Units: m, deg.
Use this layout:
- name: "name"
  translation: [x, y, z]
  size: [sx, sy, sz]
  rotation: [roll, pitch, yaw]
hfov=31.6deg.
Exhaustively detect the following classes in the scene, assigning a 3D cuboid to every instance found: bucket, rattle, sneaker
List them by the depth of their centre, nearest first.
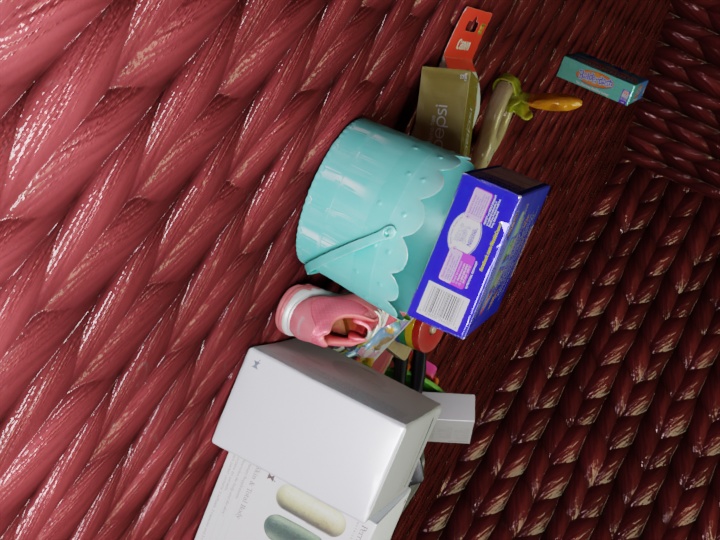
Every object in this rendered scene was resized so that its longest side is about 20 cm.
- name: "bucket"
  translation: [0.026, -0.060, 1.413]
  size: [0.208, 0.133, 0.208]
  rotation: [-57, 164, -27]
- name: "sneaker"
  translation: [-0.003, 0.058, 1.469]
  size: [0.198, 0.086, 0.075]
  rotation: [-9, 121, -42]
- name: "rattle"
  translation: [0.238, -0.192, 1.986]
  size: [0.130, 0.141, 0.203]
  rotation: [179, -69, -85]

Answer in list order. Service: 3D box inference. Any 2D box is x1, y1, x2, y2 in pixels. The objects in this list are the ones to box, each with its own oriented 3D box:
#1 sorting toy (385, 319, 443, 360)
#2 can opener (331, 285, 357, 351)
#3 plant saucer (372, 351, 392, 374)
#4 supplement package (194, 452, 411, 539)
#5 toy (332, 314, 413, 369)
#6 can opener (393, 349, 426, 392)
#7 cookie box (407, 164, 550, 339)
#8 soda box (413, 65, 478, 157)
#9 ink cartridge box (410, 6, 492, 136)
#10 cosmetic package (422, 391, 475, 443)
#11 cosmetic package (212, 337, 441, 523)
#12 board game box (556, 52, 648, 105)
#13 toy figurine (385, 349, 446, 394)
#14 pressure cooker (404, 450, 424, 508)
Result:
- name: "sorting toy"
  translation: [0.078, 0.009, 1.730]
  size: [0.202, 0.069, 0.199]
  rotation: [-64, 147, -9]
- name: "can opener"
  translation: [0.000, 0.000, 1.568]
  size: [0.078, 0.063, 0.203]
  rotation: [17, 89, -33]
- name: "plant saucer"
  translation: [0.013, 0.110, 1.841]
  size: [0.202, 0.050, 0.201]
  rotation: [-57, 164, -26]
- name: "supplement package"
  translation: [-0.070, 0.303, 1.548]
  size: [0.154, 0.198, 0.150]
  rotation: [-67, 166, 13]
- name: "toy"
  translation: [-0.005, 0.127, 1.637]
  size: [0.201, 0.047, 0.115]
  rotation: [-52, 149, 13]
- name: "can opener"
  translation: [0.080, 0.105, 1.941]
  size: [0.079, 0.062, 0.202]
  rotation: [90, 13, -60]
- name: "cookie box"
  translation: [0.138, -0.026, 1.449]
  size: [0.173, 0.074, 0.200]
  rotation: [-68, 167, 13]
- name: "soda box"
  translation: [0.099, -0.145, 1.570]
  size: [0.068, 0.063, 0.204]
  rotation: [11, 85, -76]
- name: "ink cartridge box"
  translation: [0.135, -0.242, 1.686]
  size: [0.202, 0.050, 0.162]
  rotation: [-65, 167, 15]
- name: "cosmetic package"
  translation: [0.074, 0.222, 1.955]
  size: [0.083, 0.196, 0.051]
  rotation: [93, 0, -56]
- name: "cosmetic package"
  translation: [-0.033, 0.176, 1.466]
  size: [0.124, 0.197, 0.200]
  rotation: [-66, 166, 6]
- name: "board game box"
  translation: [0.482, -0.381, 2.520]
  size: [0.046, 0.150, 0.200]
  rotation: [-69, 166, 19]
- name: "toy figurine"
  translation: [0.094, 0.135, 2.074]
  size: [0.200, 0.149, 0.186]
  rotation: [-46, -162, 58]
- name: "pressure cooker"
  translation: [-0.007, 0.286, 1.804]
  size: [0.177, 0.178, 0.200]
  rotation: [-56, 173, 12]
